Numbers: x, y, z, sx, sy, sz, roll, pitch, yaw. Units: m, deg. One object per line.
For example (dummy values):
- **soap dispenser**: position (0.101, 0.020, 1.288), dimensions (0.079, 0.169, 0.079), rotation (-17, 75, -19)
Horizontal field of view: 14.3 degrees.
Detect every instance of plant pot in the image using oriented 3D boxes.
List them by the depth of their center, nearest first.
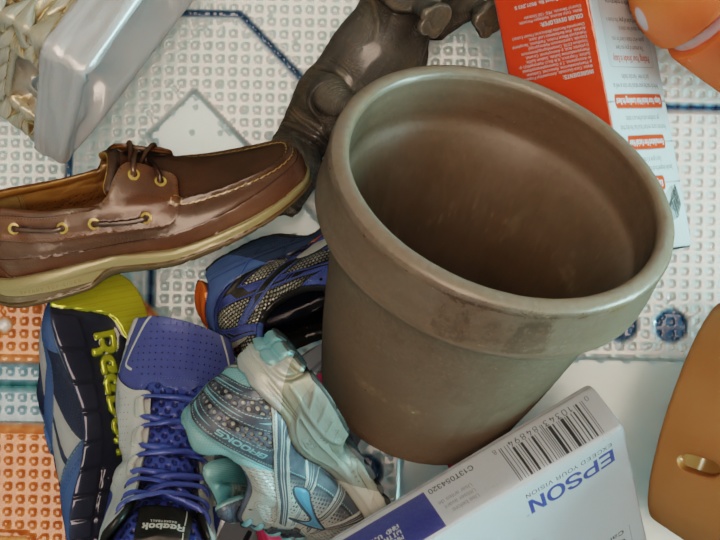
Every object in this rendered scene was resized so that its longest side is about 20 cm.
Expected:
- **plant pot**: position (0.056, 0.014, 1.611), dimensions (0.200, 0.200, 0.175), rotation (21, 129, 0)
- **plant pot**: position (0.256, 0.104, 1.684), dimensions (0.140, 0.200, 0.200), rotation (17, 89, 16)

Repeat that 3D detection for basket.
- **basket**: position (-0.164, -0.188, 1.677), dimensions (0.123, 0.136, 0.200), rotation (32, 65, 3)

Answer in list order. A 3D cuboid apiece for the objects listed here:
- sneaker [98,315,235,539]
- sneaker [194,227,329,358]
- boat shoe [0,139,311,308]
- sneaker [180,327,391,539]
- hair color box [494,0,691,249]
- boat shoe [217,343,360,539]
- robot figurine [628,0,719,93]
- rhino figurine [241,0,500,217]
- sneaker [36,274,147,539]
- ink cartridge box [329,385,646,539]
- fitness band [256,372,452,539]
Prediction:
- **sneaker**: position (-0.106, 0.126, 1.632), dimensions (0.080, 0.115, 0.200), rotation (10, 82, -8)
- **sneaker**: position (0.000, 0.000, 1.720), dimensions (0.200, 0.078, 0.075), rotation (-32, 129, 5)
- **boat shoe**: position (-0.129, -0.040, 1.672), dimensions (0.200, 0.072, 0.068), rotation (-18, 113, 2)
- **sneaker**: position (-0.043, 0.113, 1.606), dimensions (0.086, 0.200, 0.078), rotation (-32, 46, -4)
- **hair color box**: position (0.136, -0.104, 1.711), dimensions (0.064, 0.111, 0.200), rotation (-12, 88, 23)
- **boat shoe**: position (-0.066, 0.123, 1.734), dimensions (0.072, 0.062, 0.200), rotation (39, 81, -37)
- **robot figurine**: position (0.241, -0.155, 1.703), dimensions (0.200, 0.117, 0.144), rotation (33, 67, -18)
- **rhino figurine**: position (-0.006, -0.103, 1.733), dimensions (0.200, 0.087, 0.060), rotation (-50, 127, 0)
- **sneaker**: position (-0.153, 0.100, 1.728), dimensions (0.074, 0.082, 0.200), rotation (-4, 87, -20)
- **ink cartridge box**: position (0.073, 0.178, 1.662), dimensions (0.196, 0.200, 0.043), rotation (-31, 53, -9)
- **fitness band**: position (0.011, 0.150, 1.715), dimensions (0.144, 0.037, 0.200), rotation (-22, 114, -13)
